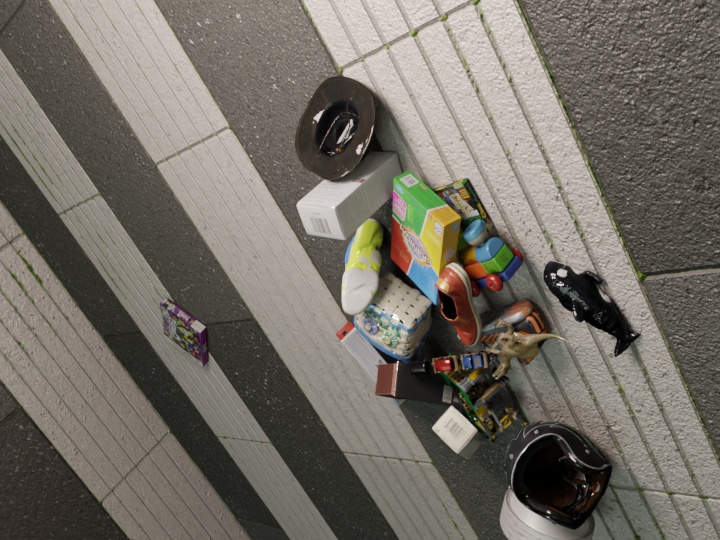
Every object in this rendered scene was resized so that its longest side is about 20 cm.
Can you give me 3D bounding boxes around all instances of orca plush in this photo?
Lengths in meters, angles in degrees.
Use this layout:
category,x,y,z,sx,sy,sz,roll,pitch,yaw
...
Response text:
category,x,y,z,sx,sy,sz,roll,pitch,yaw
orca plush,0.385,0.075,1.284,0.201,0.071,0.105,52,144,-8

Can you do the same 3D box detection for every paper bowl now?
category,x,y,z,sx,sy,sz,roll,pitch,yaw
paper bowl,0.405,0.522,1.599,0.197,0.199,0.107,22,112,29

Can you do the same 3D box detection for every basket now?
category,x,y,z,sx,sy,sz,roll,pitch,yaw
basket,0.065,0.111,1.592,0.174,0.140,0.202,32,152,17

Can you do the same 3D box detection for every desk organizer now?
category,x,y,z,sx,sy,sz,roll,pitch,yaw
desk organizer,0.132,0.254,1.628,0.196,0.074,0.076,17,163,-32

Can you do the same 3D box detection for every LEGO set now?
category,x,y,z,sx,sy,sz,roll,pitch,yaw
LEGO set,0.267,0.249,1.576,0.202,0.115,0.154,56,172,-12

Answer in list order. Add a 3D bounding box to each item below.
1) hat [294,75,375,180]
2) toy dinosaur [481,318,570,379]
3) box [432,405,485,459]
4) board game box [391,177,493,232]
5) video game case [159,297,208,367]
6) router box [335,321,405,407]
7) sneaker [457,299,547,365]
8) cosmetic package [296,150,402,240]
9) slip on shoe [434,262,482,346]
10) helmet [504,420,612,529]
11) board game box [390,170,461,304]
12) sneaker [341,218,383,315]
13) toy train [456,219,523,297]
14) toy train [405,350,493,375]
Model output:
category,x,y,z,sx,sy,sz,roll,pitch,yaw
hat,-0.027,-0.254,1.370,0.197,0.080,0.207,-11,74,40
toy dinosaur,0.292,0.132,1.369,0.099,0.059,0.200,28,141,-13
box,0.222,0.362,1.651,0.082,0.069,0.200,42,178,21
board game box,0.150,-0.102,1.397,0.198,0.024,0.106,-15,116,51
video game case,-0.575,0.204,2.433,0.179,0.036,0.202,33,143,16
router box,0.027,0.215,1.739,0.201,0.049,0.179,49,176,-5
sneaker,0.280,0.137,1.448,0.113,0.078,0.198,54,144,-10
cosmetic package,-0.015,-0.143,1.371,0.100,0.200,0.075,9,133,38
slip on shoe,0.177,0.073,1.370,0.074,0.061,0.202,37,158,40
helmet,0.387,0.399,1.493,0.189,0.199,0.204,30,143,35
board game box,0.116,-0.059,1.376,0.153,0.040,0.203,47,152,36
sneaker,0.000,0.000,1.532,0.074,0.205,0.105,19,164,-9
toy train,0.199,-0.020,1.369,0.116,0.085,0.199,50,154,-10
toy train,0.175,0.188,1.501,0.196,0.045,0.035,-12,84,34
